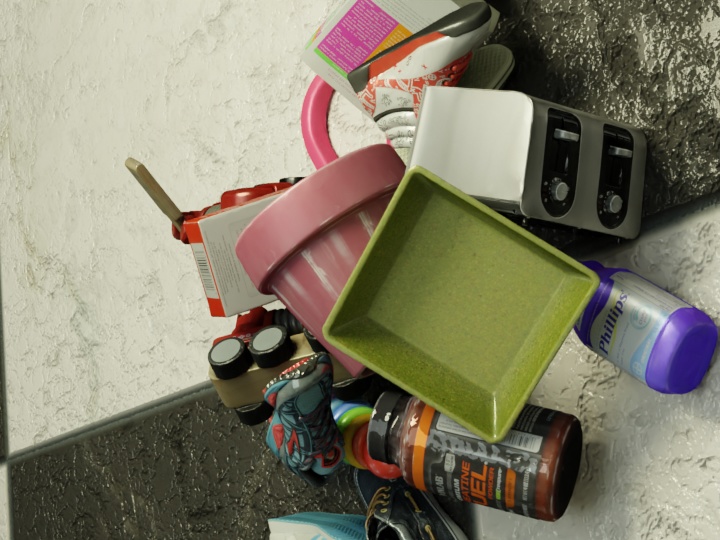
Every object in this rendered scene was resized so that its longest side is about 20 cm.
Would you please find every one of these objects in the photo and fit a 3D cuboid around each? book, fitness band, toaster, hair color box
[{"bbox_3d":[0.036,-0.244,1.629,0.200,0.133,0.048,-38,21,50],"label":"book"},{"bbox_3d":[-0.005,-0.164,1.802,0.144,0.037,0.201,-55,47,33],"label":"fitness band"},{"bbox_3d":[0.155,-0.101,1.497,0.199,0.180,0.120,11,91,48],"label":"toaster"},{"bbox_3d":[-0.083,-0.031,1.714,0.064,0.198,0.112,2,110,68],"label":"hair color box"}]

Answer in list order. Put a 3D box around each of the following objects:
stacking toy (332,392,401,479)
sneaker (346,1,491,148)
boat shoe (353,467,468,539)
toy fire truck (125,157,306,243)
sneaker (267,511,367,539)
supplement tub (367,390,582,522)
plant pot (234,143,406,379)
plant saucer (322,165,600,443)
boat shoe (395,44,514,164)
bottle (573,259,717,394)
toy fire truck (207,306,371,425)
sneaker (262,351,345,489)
[{"bbox_3d":[0.004,0.181,1.666,0.200,0.085,0.086,-162,81,-66],"label":"stacking toy"},{"bbox_3d":[0.081,-0.190,1.565,0.201,0.067,0.108,-21,105,47],"label":"sneaker"},{"bbox_3d":[0.032,0.258,1.657,0.200,0.090,0.071,41,116,44],"label":"boat shoe"},{"bbox_3d":[-0.164,-0.071,1.813,0.175,0.198,0.130,-5,87,58],"label":"toy fire truck"},{"bbox_3d":[-0.030,0.320,1.744,0.199,0.076,0.082,-5,90,55],"label":"sneaker"},{"bbox_3d":[0.109,0.172,1.510,0.198,0.107,0.108,11,94,21],"label":"supplement tub"},{"bbox_3d":[0.000,0.000,1.566,0.200,0.199,0.180,-43,76,37],"label":"plant pot"},{"bbox_3d":[0.093,0.027,1.430,0.199,0.048,0.201,31,115,5],"label":"plant saucer"},{"bbox_3d":[0.100,-0.153,1.657,0.201,0.062,0.075,-54,42,10],"label":"boat shoe"},{"bbox_3d":[0.242,0.041,1.458,0.200,0.065,0.084,36,113,46],"label":"bottle"},{"bbox_3d":[-0.068,0.070,1.750,0.174,0.129,0.201,-16,36,14],"label":"toy fire truck"},{"bbox_3d":[-0.043,0.158,1.593,0.096,0.079,0.201,51,160,23],"label":"sneaker"}]
